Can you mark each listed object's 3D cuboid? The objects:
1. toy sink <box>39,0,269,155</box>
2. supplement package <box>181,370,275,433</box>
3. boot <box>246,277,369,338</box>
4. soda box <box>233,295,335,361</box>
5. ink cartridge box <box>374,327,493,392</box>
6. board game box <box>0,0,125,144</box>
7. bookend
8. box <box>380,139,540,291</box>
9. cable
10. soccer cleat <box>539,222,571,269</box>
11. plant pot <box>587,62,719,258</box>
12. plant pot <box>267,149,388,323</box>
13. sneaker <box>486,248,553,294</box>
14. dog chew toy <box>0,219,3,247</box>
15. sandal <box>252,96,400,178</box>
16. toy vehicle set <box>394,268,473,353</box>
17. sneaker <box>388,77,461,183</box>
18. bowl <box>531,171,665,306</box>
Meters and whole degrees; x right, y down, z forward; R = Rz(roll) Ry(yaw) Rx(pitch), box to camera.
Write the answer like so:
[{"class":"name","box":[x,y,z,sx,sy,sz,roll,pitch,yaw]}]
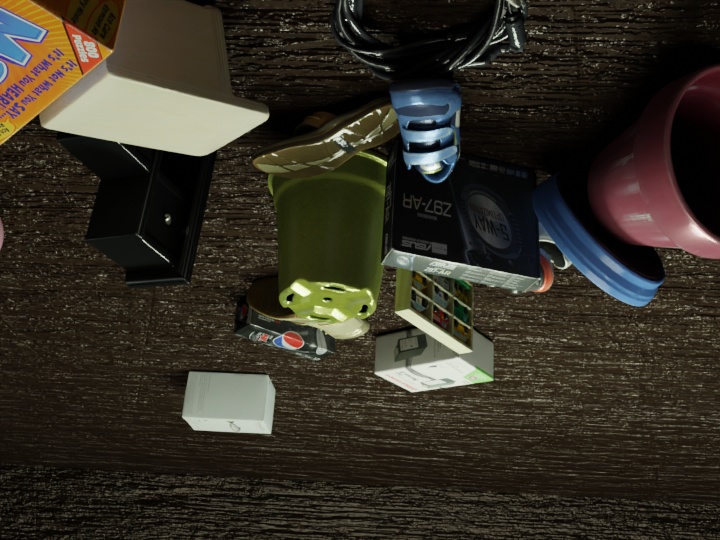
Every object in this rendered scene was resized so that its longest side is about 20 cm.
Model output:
[{"class":"toy sink","box":[-0.210,-0.205,0.811,0.129,0.114,0.199,-18,166,40]},{"class":"supplement package","box":[-0.315,0.320,1.913,0.197,0.119,0.117,2,153,5]},{"class":"boot","box":[-0.092,0.071,1.427,0.197,0.074,0.155,5,165,21]},{"class":"soda box","box":[-0.141,0.110,1.511,0.199,0.072,0.063,22,146,-33]},{"class":"ink cartridge box","box":[0.147,0.175,1.583,0.198,0.085,0.145,-15,148,35]},{"class":"board game box","box":[-0.316,-0.263,0.632,0.199,0.202,0.199,-20,146,39]},{"class":"bookend","box":[-0.271,-0.114,0.930,0.091,0.201,0.200,-4,152,21]},{"class":"box","box":[0.128,-0.069,1.004,0.197,0.162,0.044,11,153,-13]},{"class":"cable","box":[0.063,-0.251,0.768,0.197,0.051,0.164,0,155,13]},{"class":"soccer cleat","box":[0.310,-0.041,1.118,0.197,0.086,0.069,5,154,-1]},{"class":"plant pot","box":[0.358,-0.105,0.883,0.198,0.203,0.179,13,168,-18]},{"class":"plant pot","box":[-0.036,-0.037,1.067,0.197,0.186,0.201,3,154,1]},{"class":"sneaker","box":[0.172,-0.024,1.093,0.081,0.078,0.199,-18,-151,-30]},{"class":"dog chew toy","box":[-0.637,-0.051,1.216,0.198,0.126,0.124,-9,152,42]},{"class":"sandal","box":[-0.039,-0.168,0.963,0.198,0.055,0.080,-22,152,17]},{"class":"toy vehicle set","box":[0.123,0.043,1.274,0.026,0.126,0.199,-14,149,33]},{"class":"sneaker","box":[0.078,-0.156,0.877,0.073,0.083,0.200,2,172,16]},{"class":"bowl","box":[0.303,-0.045,0.996,0.199,0.202,0.039,21,126,-31]}]
